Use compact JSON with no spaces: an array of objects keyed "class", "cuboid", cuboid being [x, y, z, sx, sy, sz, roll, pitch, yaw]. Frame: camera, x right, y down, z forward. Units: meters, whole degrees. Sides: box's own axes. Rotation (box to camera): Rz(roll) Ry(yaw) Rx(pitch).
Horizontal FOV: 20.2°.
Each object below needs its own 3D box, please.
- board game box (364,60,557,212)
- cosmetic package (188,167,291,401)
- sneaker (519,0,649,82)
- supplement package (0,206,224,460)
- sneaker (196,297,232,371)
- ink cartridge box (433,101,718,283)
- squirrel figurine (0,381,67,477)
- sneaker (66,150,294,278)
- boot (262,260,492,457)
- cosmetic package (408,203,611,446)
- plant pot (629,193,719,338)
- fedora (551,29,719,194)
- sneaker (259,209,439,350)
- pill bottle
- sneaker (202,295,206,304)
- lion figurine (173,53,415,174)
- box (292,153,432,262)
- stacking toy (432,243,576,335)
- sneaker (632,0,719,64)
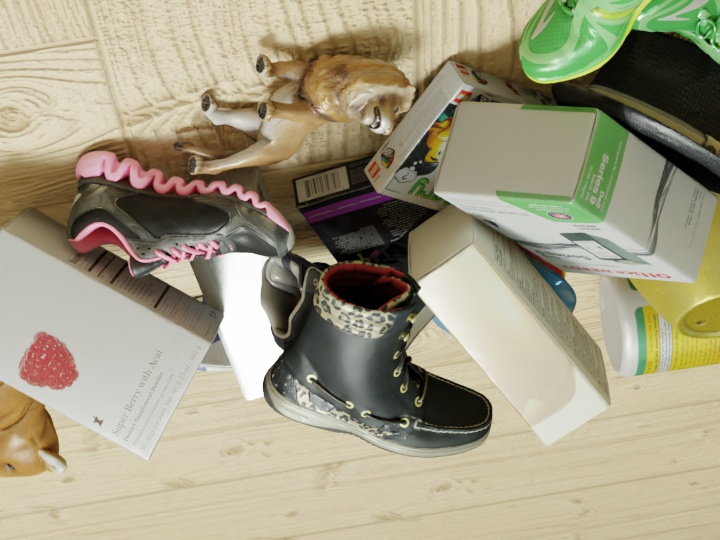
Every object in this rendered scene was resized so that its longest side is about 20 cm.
[{"class":"board game box","cuboid":[0.115,-0.101,1.734,0.199,0.035,0.126,14,126,-40]},{"class":"cosmetic package","cuboid":[-0.096,0.012,1.792,0.082,0.051,0.201,-15,115,9]},{"class":"sneaker","cuboid":[0.185,-0.218,1.503,0.083,0.074,0.200,9,140,-48]},{"class":"supplement package","cuboid":[-0.234,0.052,1.723,0.199,0.122,0.120,28,-170,-3]},{"class":"sneaker","cuboid":[-0.094,0.080,2.020,0.198,0.081,0.115,-6,152,-12]},{"class":"ink cartridge box","cuboid":[0.181,-0.062,1.661,0.145,0.085,0.200,6,165,42]},{"class":"squirrel figurine","cuboid":[-0.317,0.101,1.877,0.199,0.142,0.187,-35,122,-8]},{"class":"sneaker","cuboid":[-0.155,-0.030,1.684,0.199,0.096,0.079,13,156,12]},{"class":"boot","cuboid":[0.033,0.075,1.674,0.202,0.074,0.154,13,135,-12]},{"class":"cosmetic package","cuboid":[0.127,0.041,1.725,0.071,0.105,0.200,-34,111,17]},{"class":"plant pot","cuboid":[0.330,-0.021,1.894,0.199,0.143,0.200,-8,154,-4]},{"class":"fedora","cuboid":[0.260,-0.137,1.662,0.200,0.092,0.201,27,178,1]},{"class":"sneaker","cuboid":[0.001,0.001,1.756,0.146,0.203,0.077,41,165,-34]},{"class":"pill bottle","cuboid":[0.353,0.041,2.065,0.199,0.113,0.113,-8,154,-4]},{"class":"sneaker","cuboid":[-0.049,0.040,1.877,0.199,0.088,0.076,11,173,4]},{"class":"lion figurine","cuboid":[-0.055,-0.126,1.644,0.122,0.073,0.200,1,168,-38]},{"class":"box","cuboid":[0.034,-0.049,1.855,0.142,0.036,0.200,-16,152,10]},{"class":"stacking toy","cuboid":[0.153,0.000,1.878,0.110,0.116,0.200,-59,175,26]},{"class":"sneaker","cuboid":[0.297,-0.196,1.591,0.199,0.084,0.074,3,151,-25]}]
